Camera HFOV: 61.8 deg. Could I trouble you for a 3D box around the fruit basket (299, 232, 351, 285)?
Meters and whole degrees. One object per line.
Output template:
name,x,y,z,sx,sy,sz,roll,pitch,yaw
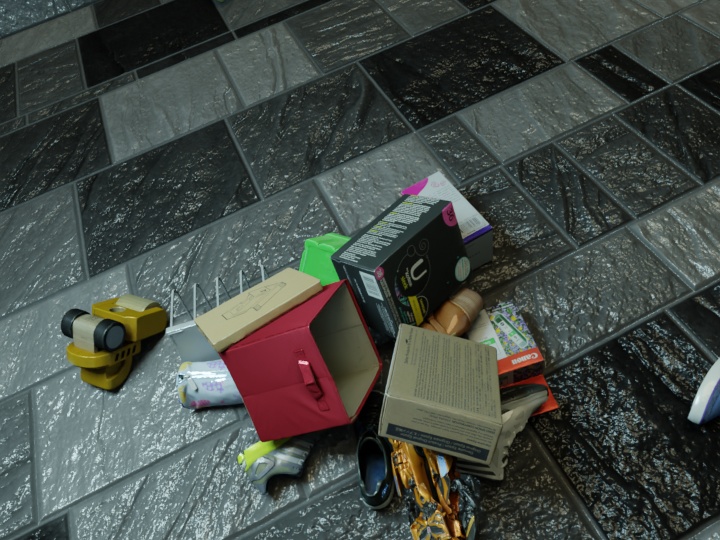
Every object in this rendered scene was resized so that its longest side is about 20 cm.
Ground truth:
fruit basket,0.000,0.000,1.196,0.211,0.214,0.160,15,94,23

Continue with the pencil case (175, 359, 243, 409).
pencil case,-0.235,0.199,1.101,0.194,0.092,0.085,-6,50,7

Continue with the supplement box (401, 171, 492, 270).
supplement box,0.176,-0.094,1.236,0.099,0.105,0.202,-26,52,-9

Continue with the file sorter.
file sorter,-0.253,0.091,1.163,0.194,0.141,0.126,-15,46,0

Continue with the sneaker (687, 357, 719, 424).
sneaker,0.613,0.193,0.916,0.198,0.082,0.145,-36,48,-24

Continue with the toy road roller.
toy road roller,-0.493,0.144,1.206,0.120,0.150,0.199,12,17,22

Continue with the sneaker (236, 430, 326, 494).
sneaker,-0.105,0.301,1.013,0.196,0.074,0.082,-28,71,-12

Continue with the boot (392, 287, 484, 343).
boot,0.108,0.081,1.088,0.154,0.075,0.198,-40,28,-28

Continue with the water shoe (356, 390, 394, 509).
water shoe,0.028,0.278,0.984,0.069,0.080,0.204,-8,50,6

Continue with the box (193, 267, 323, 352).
box,-0.175,0.059,1.012,0.197,0.022,0.163,-31,21,-20

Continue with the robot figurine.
robot figurine,0.102,0.319,0.890,0.057,0.145,0.204,10,53,-37

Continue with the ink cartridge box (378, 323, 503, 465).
ink cartridge box,0.119,0.173,0.884,0.160,0.077,0.201,13,26,5

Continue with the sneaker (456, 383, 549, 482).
sneaker,0.225,0.262,0.958,0.196,0.076,0.118,-20,90,-15

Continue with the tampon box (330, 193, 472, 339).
tampon box,0.075,-0.010,1.040,0.199,0.152,0.125,-40,34,-25

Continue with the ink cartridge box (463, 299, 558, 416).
ink cartridge box,0.256,0.156,1.048,0.106,0.051,0.203,-17,49,0

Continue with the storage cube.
storage cube,-0.090,0.146,0.984,0.176,0.175,0.200,-18,15,24
